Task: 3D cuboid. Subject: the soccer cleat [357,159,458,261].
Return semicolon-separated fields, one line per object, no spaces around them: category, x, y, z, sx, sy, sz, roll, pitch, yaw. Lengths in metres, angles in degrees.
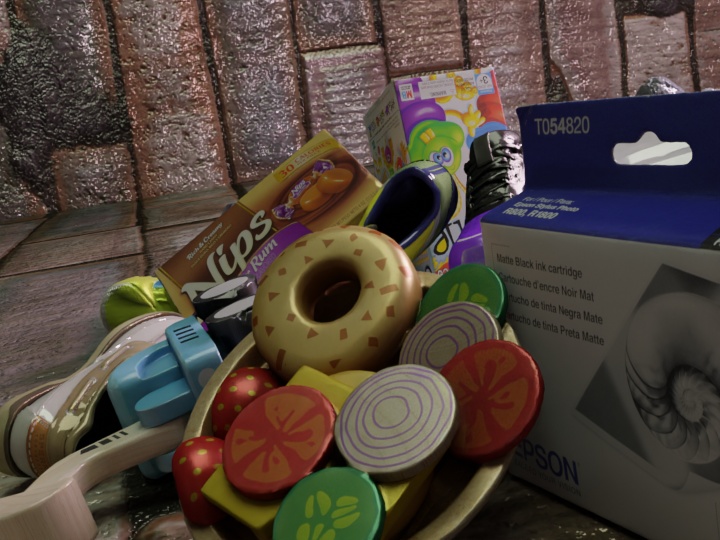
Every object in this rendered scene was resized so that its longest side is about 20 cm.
soccer cleat;0.000;-0.001;0.744;0.065;0.201;0.084;39;9;15

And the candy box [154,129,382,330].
candy box;-0.070;-0.017;0.836;0.199;0.057;0.117;-39;46;-3

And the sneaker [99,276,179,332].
sneaker;-0.145;0.033;0.942;0.197;0.077;0.105;3;-1;0

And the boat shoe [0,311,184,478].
boat shoe;-0.164;0.089;0.689;0.068;0.076;0.200;2;23;26

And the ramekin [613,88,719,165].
ramekin;0.197;-0.001;0.549;0.096;0.203;0.200;-13;9;16

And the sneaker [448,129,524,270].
sneaker;0.102;-0.053;0.732;0.069;0.101;0.200;-16;7;25

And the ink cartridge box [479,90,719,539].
ink cartridge box;0.127;0.023;0.447;0.040;0.203;0.199;-12;11;-25

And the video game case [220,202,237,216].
video game case;-0.062;-0.060;1.041;0.178;0.026;0.200;-10;13;-1

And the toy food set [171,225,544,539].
toy food set;-0.006;0.067;0.491;0.196;0.049;0.200;18;58;41

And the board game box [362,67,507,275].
board game box;0.082;-0.068;0.896;0.102;0.203;0.105;-10;-6;-16

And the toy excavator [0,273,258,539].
toy excavator;-0.124;0.097;0.590;0.198;0.101;0.194;-25;14;-12

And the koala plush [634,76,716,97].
koala plush;0.402;-0.098;1.080;0.197;0.186;0.178;11;15;-15
